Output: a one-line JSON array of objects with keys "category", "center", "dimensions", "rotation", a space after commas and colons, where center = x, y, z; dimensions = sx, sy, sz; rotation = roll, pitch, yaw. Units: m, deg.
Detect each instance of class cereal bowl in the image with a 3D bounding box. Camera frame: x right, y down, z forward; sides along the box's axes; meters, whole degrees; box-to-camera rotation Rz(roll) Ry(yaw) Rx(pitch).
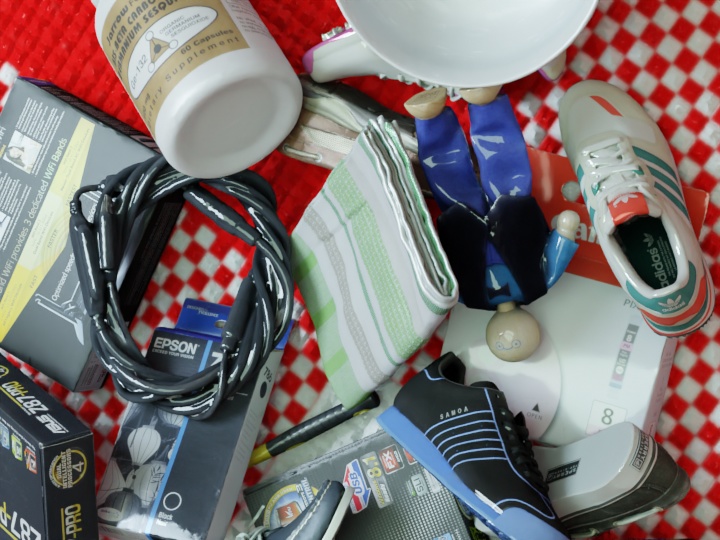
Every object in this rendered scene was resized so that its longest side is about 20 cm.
[{"category": "cereal bowl", "center": [0.076, -0.231, 1.493], "dimensions": [0.198, 0.083, 0.202], "rotation": [4, 112, 10]}]

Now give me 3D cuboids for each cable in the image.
[{"category": "cable", "center": [-0.128, 0.011, 1.647], "dimensions": [0.162, 0.051, 0.202], "rotation": [-13, 80, -5]}]

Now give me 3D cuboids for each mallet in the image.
[{"category": "mallet", "center": [-0.079, 0.138, 1.669], "dimensions": [0.199, 0.066, 0.041], "rotation": [-30, 72, 17]}]

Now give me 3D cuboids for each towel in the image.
[{"category": "towel", "center": [0.000, 0.000, 1.582], "dimensions": [0.200, 0.030, 0.150], "rotation": [-50, 56, 56]}]

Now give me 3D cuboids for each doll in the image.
[{"category": "doll", "center": [0.086, -0.031, 1.552], "dimensions": [0.135, 0.048, 0.202], "rotation": [-14, 104, 12]}]

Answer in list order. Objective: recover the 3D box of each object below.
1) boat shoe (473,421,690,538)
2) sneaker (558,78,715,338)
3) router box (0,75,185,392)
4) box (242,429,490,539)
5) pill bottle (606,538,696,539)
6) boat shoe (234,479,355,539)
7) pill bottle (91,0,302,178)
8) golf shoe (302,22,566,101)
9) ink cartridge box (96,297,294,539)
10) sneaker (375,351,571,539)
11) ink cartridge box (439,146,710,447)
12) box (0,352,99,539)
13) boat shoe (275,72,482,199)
[{"category": "boat shoe", "center": [0.153, 0.162, 1.554], "dimensions": [0.063, 0.200, 0.071], "rotation": [35, 62, -19]}, {"category": "sneaker", "center": [0.191, -0.054, 1.539], "dimensions": [0.070, 0.093, 0.201], "rotation": [-22, 72, 9]}, {"category": "router box", "center": [-0.237, -0.029, 1.732], "dimensions": [0.156, 0.052, 0.201], "rotation": [29, 100, 18]}, {"category": "box", "center": [0.020, 0.227, 1.645], "dimensions": [0.159, 0.044, 0.202], "rotation": [-24, 83, 18]}, {"category": "pill bottle", "center": [0.142, 0.245, 1.537], "dimensions": [0.198, 0.112, 0.113], "rotation": [-2, 90, 1]}, {"category": "boat shoe", "center": [-0.075, 0.226, 1.620], "dimensions": [0.062, 0.075, 0.201], "rotation": [37, 112, 4]}, {"category": "pill bottle", "center": [-0.134, -0.176, 1.640], "dimensions": [0.114, 0.114, 0.201], "rotation": [-42, 56, 16]}, {"category": "golf shoe", "center": [0.057, -0.157, 1.606], "dimensions": [0.198, 0.075, 0.092], "rotation": [-14, 96, 11]}, {"category": "ink cartridge box", "center": [-0.126, 0.111, 1.658], "dimensions": [0.099, 0.039, 0.202], "rotation": [9, 67, 20]}, {"category": "sneaker", "center": [0.091, 0.128, 1.526], "dimensions": [0.078, 0.070, 0.200], "rotation": [-47, 48, -3]}, {"category": "ink cartridge box", "center": [0.151, 0.024, 1.594], "dimensions": [0.161, 0.057, 0.202], "rotation": [15, 100, 20]}, {"category": "box", "center": [-0.260, 0.161, 1.671], "dimensions": [0.200, 0.049, 0.163], "rotation": [31, 129, 50]}, {"category": "boat shoe", "center": [0.021, -0.079, 1.631], "dimensions": [0.199, 0.076, 0.072], "rotation": [29, 106, 25]}]
